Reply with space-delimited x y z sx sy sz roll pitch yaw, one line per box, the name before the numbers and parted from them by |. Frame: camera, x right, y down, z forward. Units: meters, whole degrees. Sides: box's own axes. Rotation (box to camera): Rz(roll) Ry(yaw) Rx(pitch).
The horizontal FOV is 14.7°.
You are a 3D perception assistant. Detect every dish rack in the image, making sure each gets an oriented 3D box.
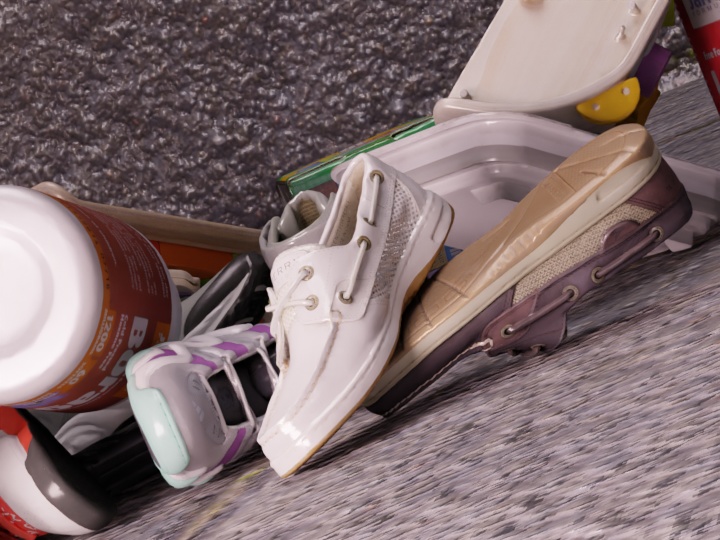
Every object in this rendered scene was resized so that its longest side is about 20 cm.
dish rack | 0.100 -0.036 1.605 0.199 0.044 0.171 12 -19 -35

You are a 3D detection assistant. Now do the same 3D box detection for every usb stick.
usb stick | -0.108 0.094 1.614 0.055 0.033 0.200 -15 8 41

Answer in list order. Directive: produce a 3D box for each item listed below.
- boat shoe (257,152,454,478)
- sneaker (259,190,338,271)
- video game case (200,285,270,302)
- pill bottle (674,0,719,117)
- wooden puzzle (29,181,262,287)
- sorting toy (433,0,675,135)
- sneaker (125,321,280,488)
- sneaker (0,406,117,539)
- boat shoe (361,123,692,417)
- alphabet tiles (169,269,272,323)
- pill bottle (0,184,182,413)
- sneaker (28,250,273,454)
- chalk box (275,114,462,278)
boat shoe | -0.018 0.018 1.386 0.071 0.069 0.200 -39 18 41
sneaker | 0.000 0.000 1.677 0.073 0.116 0.200 -23 2 14
video game case | -0.150 0.055 1.926 0.199 0.026 0.180 -20 -21 35
pill bottle | 0.253 -0.155 1.693 0.112 0.201 0.112 -23 3 1
wooden puzzle | -0.175 0.002 1.842 0.199 0.037 0.185 15 -27 -40
sorting toy | 0.136 -0.113 1.677 0.201 0.106 0.180 -60 -17 -24
sneaker | -0.039 0.049 1.479 0.139 0.078 0.200 -23 4 13
sneaker | -0.201 0.130 1.491 0.108 0.067 0.201 -48 25 -5
boat shoe | 0.081 0.012 1.397 0.200 0.065 0.072 -42 16 4
alphabet tiles | -0.156 0.048 1.830 0.194 0.015 0.200 2 -26 -4
pill bottle | -0.163 0.019 1.490 0.112 0.113 0.200 -22 -9 11
sneaker | -0.135 0.050 1.662 0.200 0.080 0.074 -39 -10 17
chalk box | 0.025 -0.029 1.880 0.123 0.125 0.200 -23 5 -4
